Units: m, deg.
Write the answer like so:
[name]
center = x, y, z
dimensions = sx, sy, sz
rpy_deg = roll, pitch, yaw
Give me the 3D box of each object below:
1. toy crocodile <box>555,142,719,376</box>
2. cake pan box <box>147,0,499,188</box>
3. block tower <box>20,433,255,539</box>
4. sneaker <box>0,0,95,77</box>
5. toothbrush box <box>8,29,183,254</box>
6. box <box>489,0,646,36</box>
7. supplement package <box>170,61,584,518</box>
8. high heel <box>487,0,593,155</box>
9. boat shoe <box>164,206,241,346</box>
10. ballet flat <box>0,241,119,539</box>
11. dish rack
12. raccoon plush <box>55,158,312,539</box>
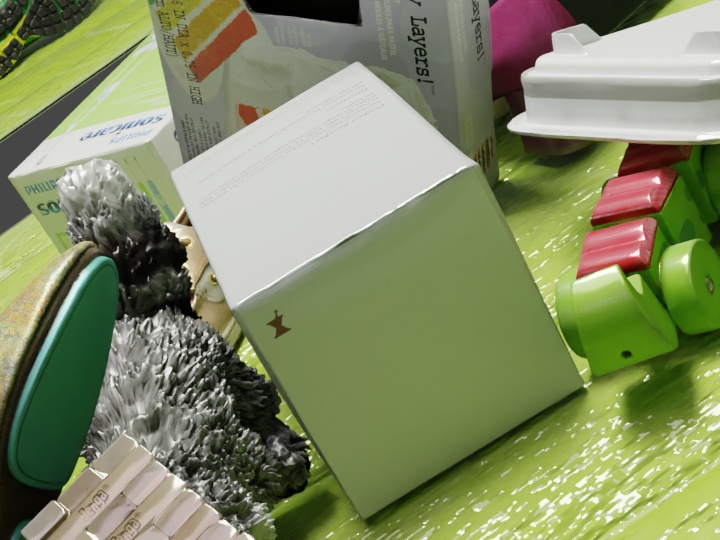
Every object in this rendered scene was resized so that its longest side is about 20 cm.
[toy crocodile]
center = 0.128, -0.021, 0.743
dimensions = 0.067, 0.062, 0.200
rpy_deg = -15, 28, 33
[cake pan box]
center = -0.023, -0.130, 0.904
dimensions = 0.183, 0.201, 0.052
rpy_deg = 10, 41, 21
[block tower]
center = -0.035, 0.128, 0.566
dimensions = 0.054, 0.058, 0.199
rpy_deg = -44, 48, -17
[sneaker]
center = -0.362, -0.270, 1.799
dimensions = 0.200, 0.078, 0.085
rpy_deg = -39, 24, -15
[toothbrush box]
center = -0.118, -0.100, 1.163
dimensions = 0.145, 0.086, 0.200
rpy_deg = -9, 31, 40
[box]
center = 0.096, -0.213, 1.079
dimensions = 0.198, 0.124, 0.199
rpy_deg = -41, 24, -24
[supplement package]
center = 0.000, 0.000, 0.787
dimensions = 0.116, 0.118, 0.200
rpy_deg = -30, 23, -2
[high heel]
center = 0.058, -0.122, 0.972
dimensions = 0.067, 0.097, 0.199
rpy_deg = -30, 22, -30
[boat shoe]
center = -0.099, 0.001, 0.962
dimensions = 0.073, 0.069, 0.200
rpy_deg = -16, 28, 31
[ballet flat]
center = -0.142, 0.083, 0.639
dimensions = 0.070, 0.070, 0.202
rpy_deg = -4, 71, 46
[dish rack]
center = 0.181, -0.106, 0.791
dimensions = 0.199, 0.044, 0.171
rpy_deg = -20, 15, -29
[raccoon plush]
center = -0.098, 0.059, 0.700
dimensions = 0.096, 0.201, 0.134
rpy_deg = -33, 3, 7
